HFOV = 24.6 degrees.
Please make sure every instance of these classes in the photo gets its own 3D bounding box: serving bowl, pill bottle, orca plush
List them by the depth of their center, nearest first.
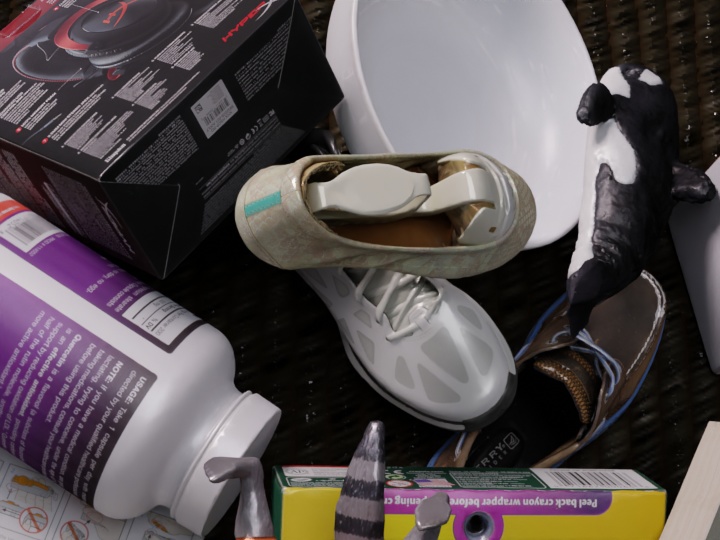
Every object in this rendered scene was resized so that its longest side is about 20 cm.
[{"bbox_3d":[-0.145,0.053,0.863,0.199,0.113,0.113,32,68,7],"label":"pill bottle"},{"bbox_3d":[0.162,-0.051,0.932,0.070,0.106,0.200,-3,28,22],"label":"orca plush"},{"bbox_3d":[0.052,-0.102,0.962,0.199,0.066,0.202,16,65,-38],"label":"serving bowl"}]

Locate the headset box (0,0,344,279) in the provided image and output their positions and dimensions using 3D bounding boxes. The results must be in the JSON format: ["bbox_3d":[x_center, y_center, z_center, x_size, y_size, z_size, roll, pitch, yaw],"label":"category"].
[{"bbox_3d":[-0.132,-0.095,0.903,0.199,0.075,0.149,21,60,43],"label":"headset box"}]

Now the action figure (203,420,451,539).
[{"bbox_3d":[0.020,0.179,0.755,0.198,0.195,0.105,2,25,14],"label":"action figure"}]

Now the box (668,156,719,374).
[{"bbox_3d":[0.304,-0.027,0.955,0.198,0.152,0.107,-9,73,-14],"label":"box"}]

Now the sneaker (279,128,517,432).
[{"bbox_3d":[0.000,0.000,0.887,0.076,0.115,0.201,-42,64,-2],"label":"sneaker"}]

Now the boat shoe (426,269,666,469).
[{"bbox_3d":[0.115,0.069,0.929,0.072,0.072,0.200,39,69,4],"label":"boat shoe"}]

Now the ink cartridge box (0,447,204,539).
[{"bbox_3d":[-0.177,0.176,0.866,0.161,0.050,0.201,19,50,-2],"label":"ink cartridge box"}]

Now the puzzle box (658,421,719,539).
[{"bbox_3d":[0.170,0.194,0.844,0.025,0.134,0.200,6,44,31],"label":"puzzle box"}]

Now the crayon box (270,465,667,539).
[{"bbox_3d":[0.051,0.192,0.849,0.198,0.058,0.174,2,95,-9],"label":"crayon box"}]

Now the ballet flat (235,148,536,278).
[{"bbox_3d":[0.030,-0.030,0.832,0.199,0.062,0.068,-7,77,-39],"label":"ballet flat"}]
